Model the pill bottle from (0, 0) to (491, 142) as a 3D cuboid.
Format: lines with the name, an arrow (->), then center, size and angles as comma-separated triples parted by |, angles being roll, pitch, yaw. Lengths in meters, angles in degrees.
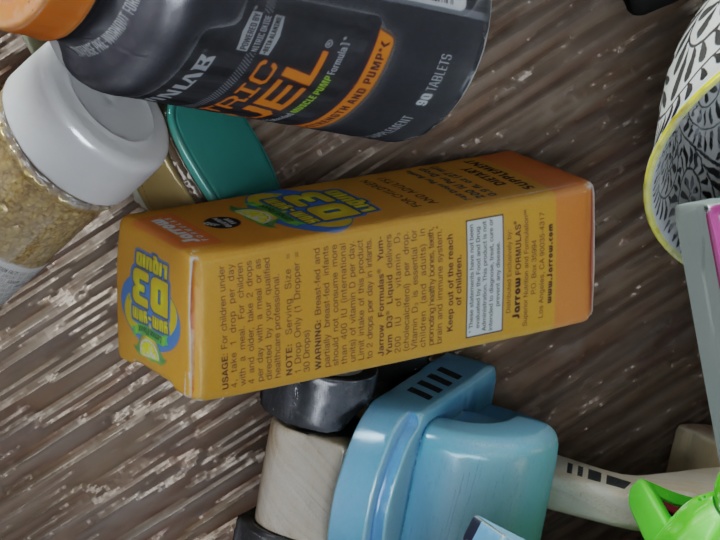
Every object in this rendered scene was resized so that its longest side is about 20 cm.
pill bottle -> -0.054, -0.115, 1.184 | 0.200, 0.106, 0.106 | 8, 109, -38

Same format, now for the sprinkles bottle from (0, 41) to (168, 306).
sprinkles bottle -> -0.167, -0.012, 1.237 | 0.068, 0.068, 0.200 | 41, 119, -16

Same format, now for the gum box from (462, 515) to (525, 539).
gum box -> 0.096, 0.216, 1.173 | 0.200, 0.045, 0.170 | 28, 89, -15

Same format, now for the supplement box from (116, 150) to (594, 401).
supplement box -> 0.000, 0.000, 1.246 | 0.200, 0.067, 0.069 | -13, 112, -31

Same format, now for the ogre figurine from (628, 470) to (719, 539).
ogre figurine -> 0.168, 0.140, 1.260 | 0.120, 0.098, 0.200 | 26, 135, -25

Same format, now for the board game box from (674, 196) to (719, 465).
board game box -> 0.238, 0.027, 1.182 | 0.200, 0.064, 0.148 | -11, 89, -8

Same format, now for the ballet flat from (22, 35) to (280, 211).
ballet flat -> -0.096, -0.078, 1.265 | 0.063, 0.069, 0.200 | -17, 108, 30

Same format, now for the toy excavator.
toy excavator -> 0.069, 0.093, 1.299 | 0.200, 0.194, 0.100 | 18, 107, 18

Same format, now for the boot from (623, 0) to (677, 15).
boot -> 0.138, -0.208, 1.234 | 0.144, 0.072, 0.200 | -13, 112, 0

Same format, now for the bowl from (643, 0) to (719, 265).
bowl -> 0.205, -0.085, 1.233 | 0.201, 0.094, 0.201 | -8, 145, -6
